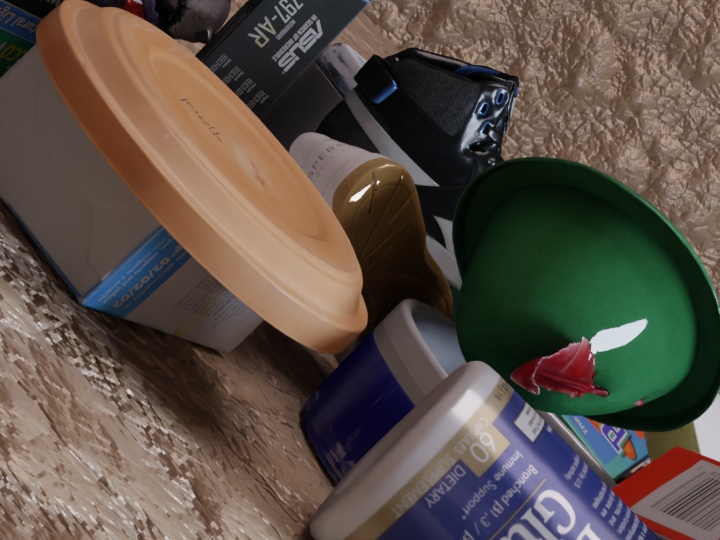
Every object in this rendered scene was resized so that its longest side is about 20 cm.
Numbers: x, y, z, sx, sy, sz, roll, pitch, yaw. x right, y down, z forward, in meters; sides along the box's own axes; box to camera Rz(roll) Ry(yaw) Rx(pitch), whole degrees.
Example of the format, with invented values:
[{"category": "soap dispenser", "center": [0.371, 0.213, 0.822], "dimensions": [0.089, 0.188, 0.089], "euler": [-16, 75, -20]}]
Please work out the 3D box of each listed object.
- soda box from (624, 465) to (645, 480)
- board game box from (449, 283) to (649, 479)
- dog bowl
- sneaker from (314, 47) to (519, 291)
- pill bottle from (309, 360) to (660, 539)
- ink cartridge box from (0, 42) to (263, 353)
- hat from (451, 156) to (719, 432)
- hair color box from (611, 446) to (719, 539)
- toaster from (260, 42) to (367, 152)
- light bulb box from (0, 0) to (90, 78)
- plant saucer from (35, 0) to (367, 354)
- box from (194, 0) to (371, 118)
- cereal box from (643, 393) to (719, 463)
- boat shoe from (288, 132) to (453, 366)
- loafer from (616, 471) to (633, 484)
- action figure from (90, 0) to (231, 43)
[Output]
[{"category": "soda box", "center": [0.209, 0.215, 1.475], "dimensions": [0.200, 0.068, 0.064], "euler": [55, 13, 29]}, {"category": "board game box", "center": [0.118, 0.059, 1.482], "dimensions": [0.152, 0.045, 0.200], "euler": [52, 22, 8]}, {"category": "dog bowl", "center": [0.065, 0.112, 1.270], "dimensions": [0.200, 0.079, 0.200], "euler": [44, 9, -9]}, {"category": "sneaker", "center": [0.075, -0.047, 1.363], "dimensions": [0.200, 0.112, 0.073], "euler": [34, 13, -7]}, {"category": "pill bottle", "center": [0.083, 0.146, 1.092], "dimensions": [0.200, 0.111, 0.111], "euler": [45, 9, -1]}, {"category": "ink cartridge box", "center": [-0.096, -0.029, 1.189], "dimensions": [0.115, 0.068, 0.200], "euler": [51, 11, 22]}, {"category": "hat", "center": [0.070, 0.053, 1.217], "dimensions": [0.165, 0.176, 0.200], "euler": [20, -42, 30]}, {"category": "hair color box", "center": [0.188, 0.193, 1.169], "dimensions": [0.111, 0.064, 0.200], "euler": [18, -46, 58]}, {"category": "toaster", "center": [-0.009, -0.046, 1.473], "dimensions": [0.200, 0.129, 0.114], "euler": [38, 11, -41]}, {"category": "light bulb box", "center": [-0.195, -0.212, 1.133], "dimensions": [0.198, 0.200, 0.125], "euler": [50, 11, 24]}, {"category": "plant saucer", "center": [-0.065, -0.048, 1.108], "dimensions": [0.200, 0.032, 0.200], "euler": [46, 10, -11]}, {"category": "box", "center": [-0.056, -0.123, 1.368], "dimensions": [0.044, 0.200, 0.160], "euler": [43, 9, -8]}, {"category": "cereal box", "center": [0.239, 0.154, 1.332], "dimensions": [0.200, 0.040, 0.144], "euler": [30, 35, -32]}, {"category": "boat shoe", "center": [0.000, 0.000, 1.329], "dimensions": [0.069, 0.071, 0.200], "euler": [38, -28, 34]}, {"category": "loafer", "center": [0.211, 0.197, 1.566], "dimensions": [0.067, 0.076, 0.200], "euler": [25, 22, -49]}, {"category": "action figure", "center": [-0.150, -0.193, 1.380], "dimensions": [0.193, 0.105, 0.200], "euler": [33, -33, 17]}]
